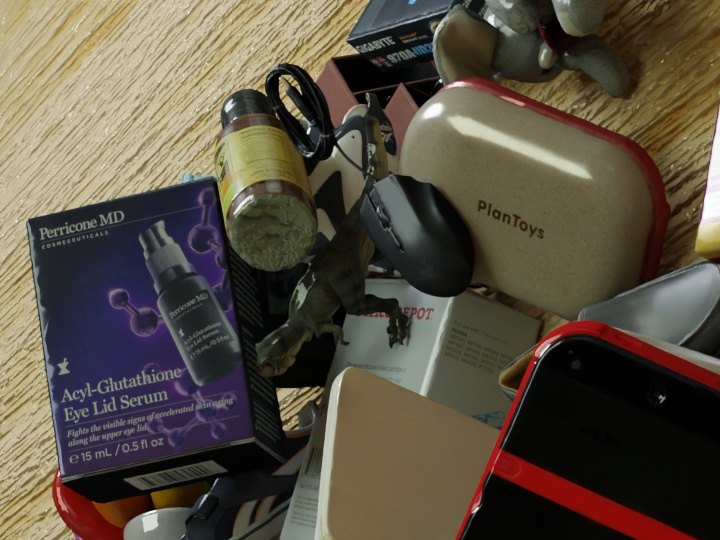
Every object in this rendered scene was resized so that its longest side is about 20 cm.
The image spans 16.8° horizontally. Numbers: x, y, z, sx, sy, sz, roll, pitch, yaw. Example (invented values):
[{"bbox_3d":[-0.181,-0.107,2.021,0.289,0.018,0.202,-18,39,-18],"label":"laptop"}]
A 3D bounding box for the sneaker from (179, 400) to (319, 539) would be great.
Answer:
[{"bbox_3d":[-0.089,0.172,1.803,0.200,0.080,0.078,-33,-5,-26],"label":"sneaker"}]

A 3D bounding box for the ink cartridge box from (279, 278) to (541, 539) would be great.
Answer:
[{"bbox_3d":[0.035,0.114,1.723,0.146,0.083,0.201,1,72,62],"label":"ink cartridge box"}]

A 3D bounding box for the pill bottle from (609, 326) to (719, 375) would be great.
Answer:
[{"bbox_3d":[0.157,0.142,1.444,0.110,0.109,0.201,24,98,63],"label":"pill bottle"}]

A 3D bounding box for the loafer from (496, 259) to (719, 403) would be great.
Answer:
[{"bbox_3d":[0.166,0.048,1.534,0.200,0.072,0.073,-43,37,42],"label":"loafer"}]

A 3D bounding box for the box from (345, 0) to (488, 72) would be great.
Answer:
[{"bbox_3d":[0.088,-0.248,1.843,0.200,0.046,0.159,-59,23,-18],"label":"box"}]

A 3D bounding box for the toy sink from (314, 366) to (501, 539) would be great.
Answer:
[{"bbox_3d":[0.037,0.171,1.543,0.112,0.199,0.131,-41,34,44],"label":"toy sink"}]

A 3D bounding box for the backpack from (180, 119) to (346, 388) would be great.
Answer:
[{"bbox_3d":[-0.073,-0.018,1.900,0.178,0.150,0.201,107,167,-75],"label":"backpack"}]

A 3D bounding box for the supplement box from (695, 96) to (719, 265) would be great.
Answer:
[{"bbox_3d":[0.280,-0.095,1.381,0.131,0.103,0.201,-12,63,60],"label":"supplement box"}]

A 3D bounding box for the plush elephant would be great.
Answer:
[{"bbox_3d":[0.134,-0.183,1.682,0.200,0.155,0.165,23,48,32],"label":"plush elephant"}]

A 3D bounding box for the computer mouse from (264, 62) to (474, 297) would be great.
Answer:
[{"bbox_3d":[0.001,-0.059,1.619,0.200,0.034,0.059,46,130,13],"label":"computer mouse"}]

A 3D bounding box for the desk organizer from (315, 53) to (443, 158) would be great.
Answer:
[{"bbox_3d":[0.030,-0.117,1.903,0.077,0.072,0.200,-58,29,18],"label":"desk organizer"}]

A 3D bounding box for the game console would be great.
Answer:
[{"bbox_3d":[0.165,0.139,1.375,0.177,0.199,0.031,-68,-13,10],"label":"game console"}]

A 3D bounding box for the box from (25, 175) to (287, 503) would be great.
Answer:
[{"bbox_3d":[-0.146,0.051,1.752,0.104,0.147,0.201,50,-152,-72],"label":"box"}]

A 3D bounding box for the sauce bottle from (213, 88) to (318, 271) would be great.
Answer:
[{"bbox_3d":[-0.070,-0.069,1.712,0.065,0.065,0.200,-60,19,20],"label":"sauce bottle"}]

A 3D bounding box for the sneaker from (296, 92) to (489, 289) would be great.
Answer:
[{"bbox_3d":[0.024,-0.061,1.762,0.198,0.079,0.130,10,89,23],"label":"sneaker"}]

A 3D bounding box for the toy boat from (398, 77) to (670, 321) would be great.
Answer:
[{"bbox_3d":[0.127,-0.058,1.633,0.200,0.131,0.131,25,121,27],"label":"toy boat"}]

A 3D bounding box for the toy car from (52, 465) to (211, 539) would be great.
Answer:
[{"bbox_3d":[-0.163,0.182,1.928,0.149,0.200,0.176,-10,57,11],"label":"toy car"}]

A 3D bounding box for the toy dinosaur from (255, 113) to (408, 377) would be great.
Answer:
[{"bbox_3d":[0.000,0.000,1.677,0.201,0.088,0.047,-64,25,11],"label":"toy dinosaur"}]
